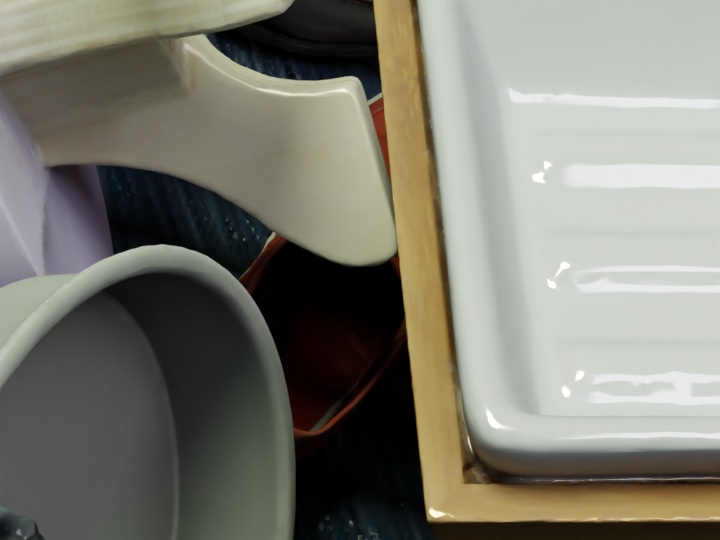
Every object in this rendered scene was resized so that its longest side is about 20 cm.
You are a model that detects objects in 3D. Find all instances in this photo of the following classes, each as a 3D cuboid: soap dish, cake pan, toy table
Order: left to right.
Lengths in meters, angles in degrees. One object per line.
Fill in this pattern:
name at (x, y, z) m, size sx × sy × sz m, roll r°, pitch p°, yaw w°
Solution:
cake pan at (-0.079, 0.090, 0.645) m, size 0.200 × 0.037 × 0.202 m, roll -35°, pitch 130°, yaw -56°
toy table at (-0.068, -0.081, 0.696) m, size 0.184 × 0.116 × 0.201 m, roll -86°, pitch 159°, yaw -65°
soap dish at (0.085, -0.005, 0.701) m, size 0.156 × 0.081 × 0.201 m, roll 0°, pitch 52°, yaw -7°

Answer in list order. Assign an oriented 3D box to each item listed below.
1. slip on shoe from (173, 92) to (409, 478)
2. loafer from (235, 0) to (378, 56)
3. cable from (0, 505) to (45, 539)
slip on shoe at (0.000, 0.000, 0.793) m, size 0.074 × 0.061 × 0.200 m, roll 49°, pitch 49°, yaw -8°
loafer at (-0.032, -0.124, 0.812) m, size 0.199 × 0.072 × 0.073 m, roll 13°, pitch 63°, yaw -33°
cable at (-0.098, 0.161, 0.532) m, size 0.163 × 0.051 × 0.201 m, roll -30°, pitch 109°, yaw -20°
